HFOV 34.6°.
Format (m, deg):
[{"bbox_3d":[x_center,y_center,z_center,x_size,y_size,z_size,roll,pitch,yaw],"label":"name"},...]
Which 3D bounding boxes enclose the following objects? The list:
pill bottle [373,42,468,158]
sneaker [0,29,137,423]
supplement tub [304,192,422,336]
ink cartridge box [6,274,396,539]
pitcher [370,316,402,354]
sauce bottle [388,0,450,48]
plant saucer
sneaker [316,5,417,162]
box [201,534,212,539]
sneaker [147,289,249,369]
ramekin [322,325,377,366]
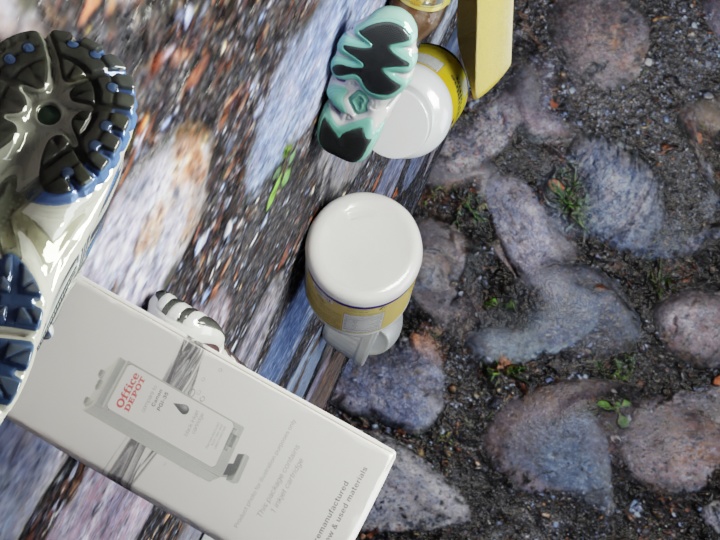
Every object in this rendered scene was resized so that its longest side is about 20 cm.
[{"bbox_3d":[0.060,-0.197,1.361,0.200,0.111,0.113,-56,170,-64],"label":"pill bottle"},{"bbox_3d":[-0.139,0.013,0.424,0.201,0.077,0.085,-63,179,-27],"label":"sneaker"},{"bbox_3d":[0.000,0.000,1.475,0.200,0.144,0.146,100,16,-72],"label":"supplement tub"},{"bbox_3d":[-0.087,0.092,0.633,0.083,0.199,0.147,-60,174,-12],"label":"ink cartridge box"},{"bbox_3d":[0.023,0.101,2.521,0.172,0.121,0.201,-50,-163,37],"label":"pitcher"},{"bbox_3d":[0.070,-0.303,1.234,0.065,0.064,0.202,-48,160,-75],"label":"sauce bottle"},{"bbox_3d":[0.147,-0.331,1.359,0.201,0.048,0.202,-93,-179,-58],"label":"plant saucer"},{"bbox_3d":[0.021,-0.213,1.125,0.141,0.077,0.200,-64,-175,-35],"label":"sneaker"},{"bbox_3d":[-0.164,0.491,1.753,0.200,0.197,0.132,104,11,-67],"label":"box"},{"bbox_3d":[-0.145,0.098,0.862,0.116,0.075,0.200,-59,163,-16],"label":"sneaker"},{"bbox_3d":[0.002,0.070,2.154,0.202,0.093,0.204,24,90,-85],"label":"ramekin"}]
